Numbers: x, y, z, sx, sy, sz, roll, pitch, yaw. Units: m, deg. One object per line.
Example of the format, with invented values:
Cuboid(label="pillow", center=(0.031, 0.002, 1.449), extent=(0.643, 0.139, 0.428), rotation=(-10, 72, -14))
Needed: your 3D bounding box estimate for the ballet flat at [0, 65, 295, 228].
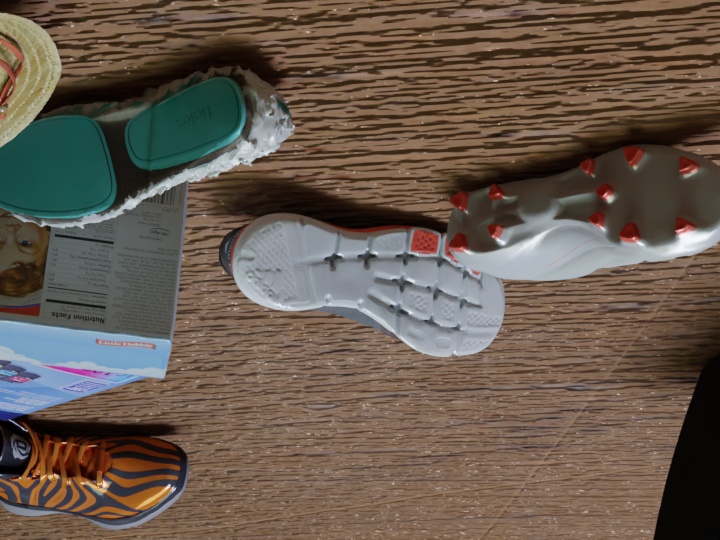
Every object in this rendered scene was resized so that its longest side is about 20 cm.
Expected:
Cuboid(label="ballet flat", center=(-0.122, -0.066, 1.148), extent=(0.199, 0.072, 0.072), rotation=(-11, 152, 30))

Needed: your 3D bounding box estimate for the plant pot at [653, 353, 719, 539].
Cuboid(label="plant pot", center=(0.323, 0.137, 1.392), extent=(0.198, 0.178, 0.200), rotation=(9, 156, -13))

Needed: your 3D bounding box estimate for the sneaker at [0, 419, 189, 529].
Cuboid(label="sneaker", center=(-0.246, 0.163, 1.657), extent=(0.199, 0.078, 0.112), rotation=(-7, 155, 24))

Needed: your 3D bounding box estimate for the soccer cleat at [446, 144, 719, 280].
Cuboid(label="soccer cleat", center=(0.142, -0.030, 1.191), extent=(0.199, 0.070, 0.077), rotation=(-7, 160, 38))

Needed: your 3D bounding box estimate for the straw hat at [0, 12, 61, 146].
Cuboid(label="straw hat", center=(-0.262, -0.110, 1.039), extent=(0.200, 0.085, 0.201), rotation=(-21, 160, -8))

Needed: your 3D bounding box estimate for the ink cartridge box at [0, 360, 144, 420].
Cuboid(label="ink cartridge box", center=(-0.253, 0.045, 1.387), extent=(0.199, 0.077, 0.136), rotation=(-17, 155, 41))

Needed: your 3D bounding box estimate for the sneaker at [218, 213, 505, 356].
Cuboid(label="sneaker", center=(0.000, 0.000, 1.296), extent=(0.199, 0.078, 0.082), rotation=(17, 180, -25))

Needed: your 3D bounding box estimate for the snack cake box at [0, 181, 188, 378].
Cuboid(label="snack cake box", center=(-0.209, -0.007, 1.225), extent=(0.199, 0.116, 0.067), rotation=(7, 156, -7))
